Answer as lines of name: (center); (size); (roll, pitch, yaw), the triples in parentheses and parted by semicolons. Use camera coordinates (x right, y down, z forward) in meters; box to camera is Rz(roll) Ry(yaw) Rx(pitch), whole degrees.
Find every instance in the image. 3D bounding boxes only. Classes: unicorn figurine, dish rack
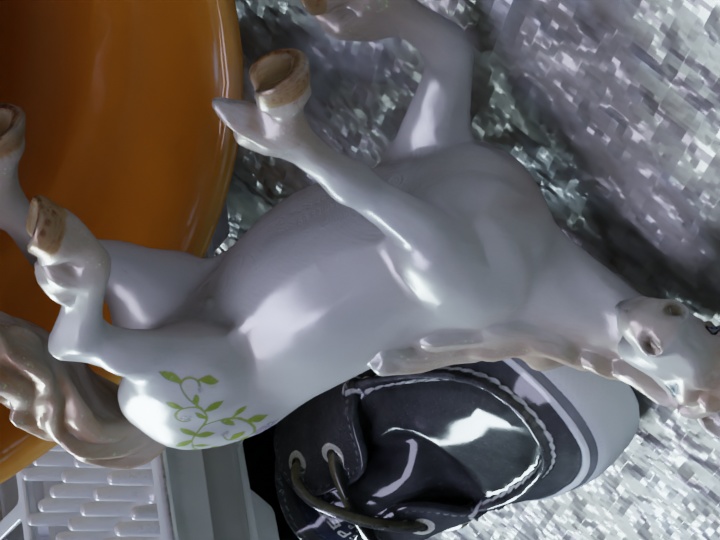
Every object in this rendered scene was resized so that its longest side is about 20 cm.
unicorn figurine: (0.000, 0.000, 0.594); (0.200, 0.074, 0.137); (-12, 136, 31)
dish rack: (-0.072, 0.054, 0.770); (0.200, 0.043, 0.172); (131, 133, -61)

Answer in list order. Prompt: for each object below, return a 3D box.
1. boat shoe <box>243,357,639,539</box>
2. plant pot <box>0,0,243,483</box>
boat shoe: (0.002, 0.049, 0.718); (0.070, 0.066, 0.200); (49, 157, -15)
plant pot: (-0.159, -0.061, 0.652); (0.183, 0.200, 0.200); (41, 163, 48)
